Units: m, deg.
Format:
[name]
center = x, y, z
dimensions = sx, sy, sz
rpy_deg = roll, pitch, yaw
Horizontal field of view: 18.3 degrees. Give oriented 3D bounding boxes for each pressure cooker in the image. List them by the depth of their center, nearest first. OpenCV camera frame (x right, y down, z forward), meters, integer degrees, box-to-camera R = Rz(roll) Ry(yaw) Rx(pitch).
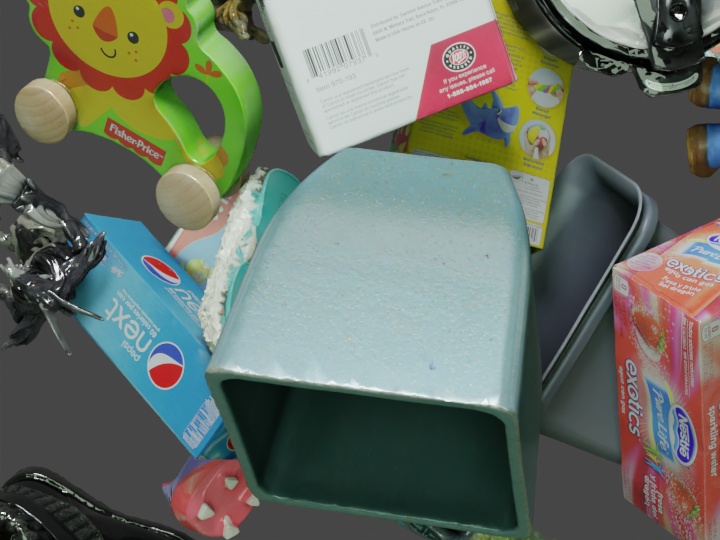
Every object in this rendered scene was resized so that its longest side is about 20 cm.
[pressure cooker]
center = 0.185, -0.217, 1.499
dimensions = 0.176, 0.200, 0.179
rpy_deg = 36, 90, -4

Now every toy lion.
[toy lion]
center = -0.155, -0.153, 1.582
dimensions = 0.199, 0.069, 0.192
rpy_deg = 32, 131, 8

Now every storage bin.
[storage bin]
center = 0.173, 0.039, 1.612
dimensions = 0.134, 0.146, 0.201
rpy_deg = 29, 97, -27

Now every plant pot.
[plant pot]
center = 0.029, 0.036, 1.466
dimensions = 0.195, 0.196, 0.201
rpy_deg = 7, 61, 12

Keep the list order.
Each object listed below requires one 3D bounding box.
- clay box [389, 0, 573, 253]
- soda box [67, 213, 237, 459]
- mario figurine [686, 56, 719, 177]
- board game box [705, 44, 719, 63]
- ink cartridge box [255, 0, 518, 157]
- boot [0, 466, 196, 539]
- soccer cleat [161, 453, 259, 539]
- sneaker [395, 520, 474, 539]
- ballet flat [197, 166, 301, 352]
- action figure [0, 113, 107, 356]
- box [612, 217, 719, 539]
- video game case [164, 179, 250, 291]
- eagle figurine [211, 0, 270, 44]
[clay box]
center = 0.087, -0.120, 1.598
dimensions = 0.114, 0.048, 0.201
rpy_deg = 15, 75, -15
[soda box]
center = -0.139, 0.047, 1.605
dimensions = 0.200, 0.068, 0.064
rpy_deg = 47, 110, 28
[mario figurine]
center = 0.328, -0.099, 1.542
dimensions = 0.199, 0.106, 0.124
rpy_deg = 5, 130, 12
[board game box]
center = 0.234, -0.250, 1.617
dimensions = 0.135, 0.034, 0.201
rpy_deg = -32, 93, 5
[ink cartridge box]
center = 0.001, -0.198, 1.497
dimensions = 0.145, 0.083, 0.201
rpy_deg = -21, 103, -4
[boot]
center = -0.196, 0.224, 1.630
dimensions = 0.210, 0.158, 0.080
rpy_deg = 25, 97, 1
[soccer cleat]
center = -0.068, 0.108, 1.644
dimensions = 0.200, 0.076, 0.067
rpy_deg = -50, 129, -6
[sneaker]
center = 0.044, 0.112, 1.606
dimensions = 0.079, 0.095, 0.201
rpy_deg = -30, 121, -15
[ballet flat]
center = -0.080, 0.010, 1.580
dimensions = 0.071, 0.201, 0.072
rpy_deg = 6, 133, 7
[action figure]
center = -0.255, -0.025, 1.594
dimensions = 0.102, 0.200, 0.119
rpy_deg = 21, 114, -43
[box]
center = 0.243, 0.081, 1.535
dimensions = 0.102, 0.095, 0.201
rpy_deg = -23, 125, -25
[video game case]
center = -0.060, 0.034, 1.673
dimensions = 0.200, 0.017, 0.143
rpy_deg = 34, 97, 0
[eagle figurine]
center = -0.082, -0.265, 1.576
dimensions = 0.151, 0.151, 0.201
rpy_deg = 11, 95, 0
